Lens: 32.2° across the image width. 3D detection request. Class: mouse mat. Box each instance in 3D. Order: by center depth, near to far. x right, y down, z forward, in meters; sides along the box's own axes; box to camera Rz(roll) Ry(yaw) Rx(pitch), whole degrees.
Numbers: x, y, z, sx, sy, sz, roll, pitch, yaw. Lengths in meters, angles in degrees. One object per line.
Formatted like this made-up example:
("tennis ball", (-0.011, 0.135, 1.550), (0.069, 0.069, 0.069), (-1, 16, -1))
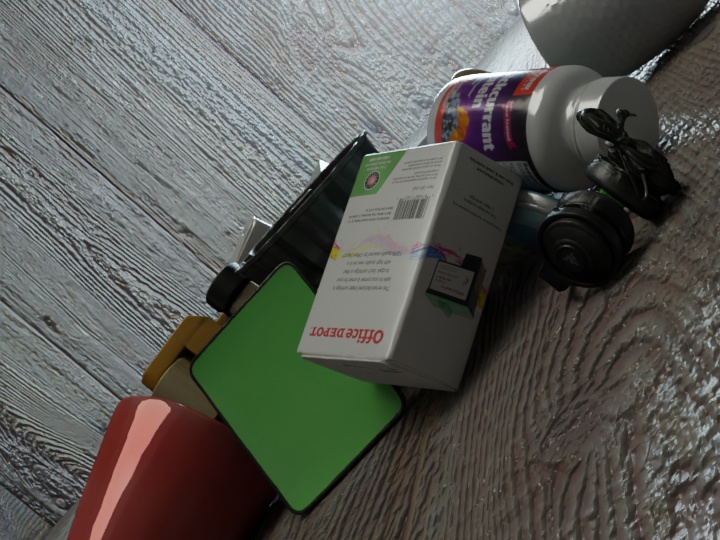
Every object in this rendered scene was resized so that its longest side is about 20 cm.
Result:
("mouse mat", (-0.065, 0.110, 1.193), (0.161, 0.200, 0.008), (-47, -24, 14))

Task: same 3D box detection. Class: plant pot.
("plant pot", (-0.206, 0.255, 1.293), (0.200, 0.200, 0.178), (-38, 22, 59))

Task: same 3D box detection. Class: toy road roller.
("toy road roller", (-0.136, 0.105, 1.407), (0.200, 0.123, 0.146), (-53, -15, -13))

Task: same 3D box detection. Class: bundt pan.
("bundt pan", (-0.036, -0.048, 1.296), (0.202, 0.076, 0.202), (-48, 7, 8))

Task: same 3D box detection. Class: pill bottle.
("pill bottle", (0.163, -0.126, 1.121), (0.200, 0.111, 0.111), (4, 49, 51))

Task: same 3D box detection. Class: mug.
("mug", (0.296, -0.294, 1.353), (0.175, 0.148, 0.200), (-32, -15, 32))

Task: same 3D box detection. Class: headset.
("headset", (0.174, -0.056, 0.919), (0.124, 0.094, 0.200), (-51, -4, -14))

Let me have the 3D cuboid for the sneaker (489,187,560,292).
("sneaker", (0.119, -0.007, 1.148), (0.200, 0.079, 0.131), (3, 74, 59))

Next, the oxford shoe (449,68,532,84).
("oxford shoe", (0.167, -0.175, 1.240), (0.070, 0.200, 0.075), (-42, -41, -28))

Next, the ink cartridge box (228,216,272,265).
("ink cartridge box", (-0.065, 0.014, 1.561), (0.083, 0.200, 0.147), (-65, 8, -3))

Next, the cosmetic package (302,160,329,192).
("cosmetic package", (-0.019, -0.061, 1.499), (0.090, 0.107, 0.200), (-62, 11, 14))

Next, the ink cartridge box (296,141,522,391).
("ink cartridge box", (0.042, -0.002, 1.096), (0.145, 0.084, 0.200), (-2, 66, 56))

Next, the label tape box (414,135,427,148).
("label tape box", (0.120, -0.127, 1.530), (0.143, 0.066, 0.200), (-19, -7, -23))
